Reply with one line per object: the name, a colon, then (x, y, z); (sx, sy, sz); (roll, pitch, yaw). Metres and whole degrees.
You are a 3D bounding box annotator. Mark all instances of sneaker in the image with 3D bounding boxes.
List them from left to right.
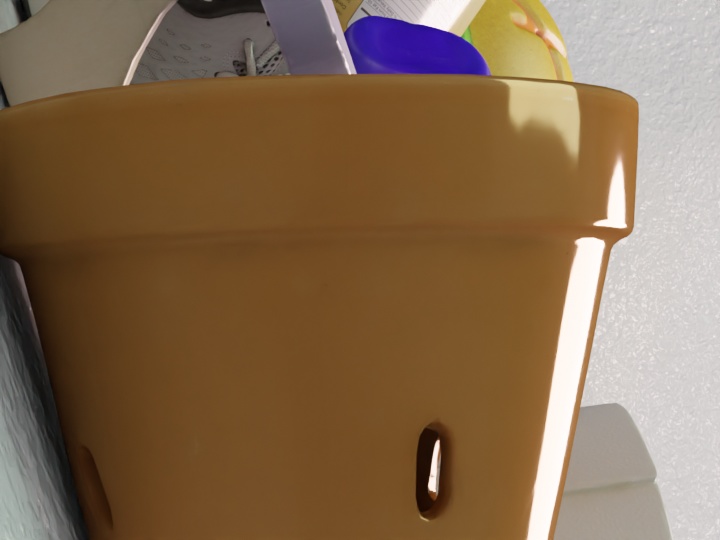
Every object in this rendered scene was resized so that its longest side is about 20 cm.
sneaker: (-0.054, -0.051, 1.009); (0.075, 0.115, 0.201); (47, 24, -84)

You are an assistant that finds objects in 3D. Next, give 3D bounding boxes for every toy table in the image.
toy table: (-0.086, -0.134, 0.897); (0.184, 0.117, 0.201); (39, 32, -85)

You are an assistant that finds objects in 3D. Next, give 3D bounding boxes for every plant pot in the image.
plant pot: (-0.014, 0.021, 0.792); (0.200, 0.199, 0.141); (29, 60, -86)

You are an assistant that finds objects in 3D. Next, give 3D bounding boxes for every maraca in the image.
maraca: (0.047, -0.098, 1.265); (0.200, 0.107, 0.137); (-97, -179, -58)

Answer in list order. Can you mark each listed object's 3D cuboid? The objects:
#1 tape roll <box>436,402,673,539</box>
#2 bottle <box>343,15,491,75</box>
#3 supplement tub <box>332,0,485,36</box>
tape roll: (0.044, 0.158, 0.987); (0.203, 0.139, 0.203); (172, -90, -87)
bottle: (0.000, 0.000, 1.068); (0.084, 0.065, 0.201); (-98, -159, -65)
supplement tub: (-0.018, -0.139, 1.137); (0.144, 0.200, 0.144); (34, -9, 6)
